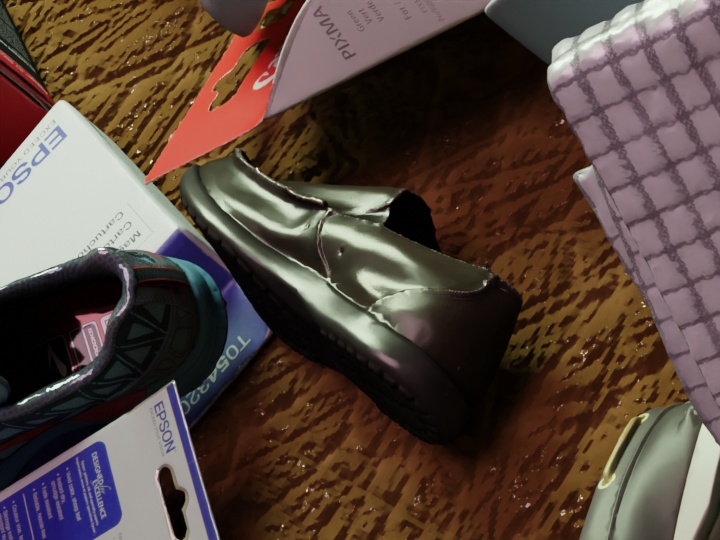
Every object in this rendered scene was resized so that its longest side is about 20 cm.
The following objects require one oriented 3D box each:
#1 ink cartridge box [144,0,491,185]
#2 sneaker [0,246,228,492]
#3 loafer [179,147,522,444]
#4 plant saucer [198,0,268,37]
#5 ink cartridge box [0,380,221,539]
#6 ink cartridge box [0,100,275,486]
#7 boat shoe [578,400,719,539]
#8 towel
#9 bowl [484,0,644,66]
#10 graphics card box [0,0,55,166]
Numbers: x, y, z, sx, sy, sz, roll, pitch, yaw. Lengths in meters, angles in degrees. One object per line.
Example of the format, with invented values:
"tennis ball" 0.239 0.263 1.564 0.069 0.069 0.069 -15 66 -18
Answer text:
"ink cartridge box" -0.003 -0.129 1.226 0.200 0.050 0.161 -23 23 29
"sneaker" -0.158 0.042 1.192 0.200 0.096 0.079 -30 69 10
"loafer" 0.000 0.000 1.150 0.071 0.073 0.200 -41 42 -9
"plant saucer" -0.053 -0.200 1.239 0.200 0.027 0.201 -176 90 -77
"ink cartridge box" -0.126 0.135 1.164 0.200 0.039 0.100 -32 56 24
"ink cartridge box" -0.150 0.043 1.281 0.196 0.043 0.200 -49 36 2
"boat shoe" 0.090 0.128 0.944 0.060 0.072 0.201 -9 46 46
"towel" 0.169 -0.017 0.891 0.165 0.200 0.086 -29 3 28
"bowl" 0.152 -0.104 1.004 0.201 0.105 0.201 -33 1 1
"graphics card box" -0.229 -0.144 1.449 0.051 0.125 0.200 -43 39 10
